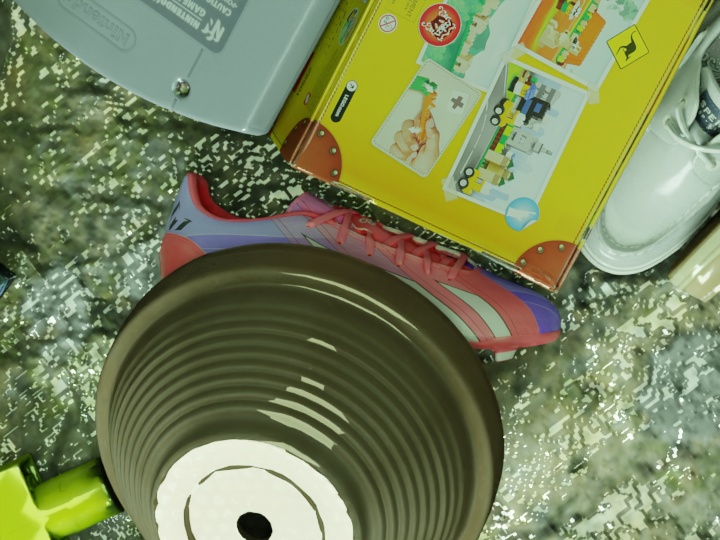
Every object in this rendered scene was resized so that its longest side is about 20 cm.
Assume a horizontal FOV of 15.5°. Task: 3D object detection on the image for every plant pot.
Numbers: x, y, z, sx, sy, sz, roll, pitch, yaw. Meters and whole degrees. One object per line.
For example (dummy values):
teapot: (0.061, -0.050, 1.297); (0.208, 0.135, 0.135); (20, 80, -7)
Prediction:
plant pot: (-0.037, 0.095, 1.251); (0.199, 0.093, 0.202); (6, 119, 11)

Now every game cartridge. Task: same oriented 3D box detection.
game cartridge: (-0.097, -0.157, 1.254); (0.200, 0.040, 0.134); (37, 104, 22)

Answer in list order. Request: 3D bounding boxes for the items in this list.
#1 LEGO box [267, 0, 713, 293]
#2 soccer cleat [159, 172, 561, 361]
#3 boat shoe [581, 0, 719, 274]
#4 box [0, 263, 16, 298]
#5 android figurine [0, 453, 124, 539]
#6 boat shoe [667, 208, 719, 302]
LEGO box: (0.067, -0.115, 1.234); (0.148, 0.077, 0.201); (25, 101, -18)
soccer cleat: (0.000, 0.000, 1.287); (0.198, 0.067, 0.077); (6, 93, 7)
boat shoe: (0.171, -0.080, 1.256); (0.072, 0.069, 0.200); (43, 99, -1)
box: (-0.266, -0.037, 1.268); (0.200, 0.137, 0.038); (38, 97, 0)
android figurine: (-0.200, 0.174, 1.338); (0.199, 0.041, 0.183); (-22, 95, 6)
boat shoe: (0.238, -0.038, 1.257); (0.199, 0.072, 0.065); (-35, 92, 3)
